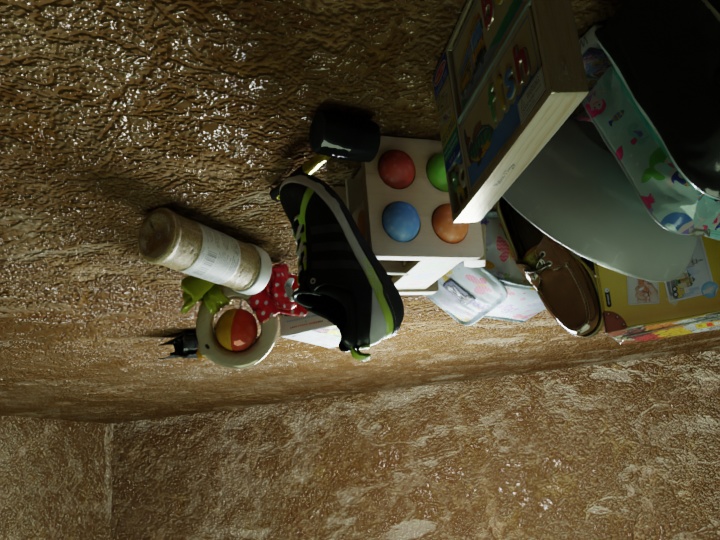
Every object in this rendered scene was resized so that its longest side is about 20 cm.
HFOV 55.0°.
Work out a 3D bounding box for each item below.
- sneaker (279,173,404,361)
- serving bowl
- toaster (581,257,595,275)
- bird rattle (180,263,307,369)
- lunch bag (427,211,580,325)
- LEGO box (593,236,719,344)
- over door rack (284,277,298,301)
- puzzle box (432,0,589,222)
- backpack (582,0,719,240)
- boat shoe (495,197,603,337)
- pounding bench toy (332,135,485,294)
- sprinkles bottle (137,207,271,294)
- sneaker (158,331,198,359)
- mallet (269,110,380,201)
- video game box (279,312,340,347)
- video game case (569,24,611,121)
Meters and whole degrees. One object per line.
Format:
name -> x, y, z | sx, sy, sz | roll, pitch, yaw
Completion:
sneaker -> -0.037, -0.007, 0.663 | 0.081, 0.202, 0.072 | -27, 157, -24
serving bowl -> 0.211, -0.079, 0.604 | 0.195, 0.202, 0.067 | 6, 126, -31
toaster -> 0.407, -0.030, 0.950 | 0.194, 0.123, 0.181 | 0, 164, -17
bird rattle -> -0.179, 0.065, 1.057 | 0.193, 0.169, 0.113 | 8, 180, -9
lunch bag -> 0.189, 0.002, 0.990 | 0.194, 0.131, 0.170 | 8, 159, -17
LEGO box -> 0.335, -0.035, 0.765 | 0.145, 0.207, 0.077 | -13, 161, 30
over door rack -> 0.000, 0.000, 0.959 | 0.144, 0.068, 0.200 | 6, 146, -30
puzzle box -> 0.095, -0.133, 0.491 | 0.025, 0.137, 0.200 | -3, 163, -10
backpack -> 0.275, -0.115, 0.502 | 0.195, 0.181, 0.152 | 0, 144, -29
boat shoe -> 0.215, -0.010, 0.822 | 0.067, 0.204, 0.072 | 6, 138, -41
pounding bench toy -> 0.081, -0.056, 0.758 | 0.194, 0.128, 0.156 | 1, 163, -18
sprinkles bottle -> -0.196, -0.021, 0.900 | 0.066, 0.070, 0.199 | -12, 162, 25
sneaker -> -0.337, 0.161, 1.479 | 0.196, 0.062, 0.103 | -14, 166, 38
mallet -> -0.059, -0.109, 0.709 | 0.064, 0.043, 0.198 | 8, 163, -34
video game box -> -0.043, 0.116, 1.442 | 0.177, 0.048, 0.199 | -11, 163, 26
video game case -> 0.218, -0.156, 0.656 | 0.139, 0.019, 0.200 | 1, 162, -19
